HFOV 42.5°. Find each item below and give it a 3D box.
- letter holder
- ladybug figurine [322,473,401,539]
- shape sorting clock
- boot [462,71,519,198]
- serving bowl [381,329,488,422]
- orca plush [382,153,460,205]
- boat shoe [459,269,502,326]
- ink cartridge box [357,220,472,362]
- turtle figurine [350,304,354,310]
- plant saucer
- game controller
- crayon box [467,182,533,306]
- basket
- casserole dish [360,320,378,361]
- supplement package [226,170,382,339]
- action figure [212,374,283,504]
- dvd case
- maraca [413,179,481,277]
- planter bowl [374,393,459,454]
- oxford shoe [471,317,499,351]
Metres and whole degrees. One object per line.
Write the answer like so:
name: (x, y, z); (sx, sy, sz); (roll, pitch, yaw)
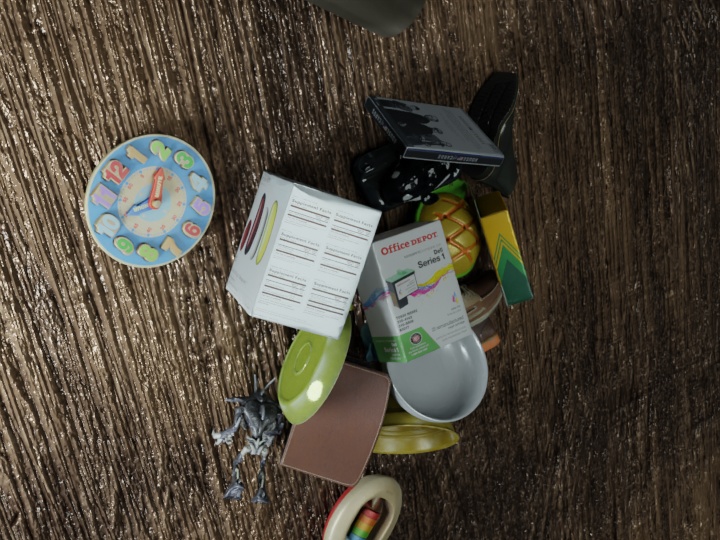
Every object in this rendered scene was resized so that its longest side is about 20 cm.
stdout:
letter holder: (-0.036, 0.242, 1.558); (0.142, 0.101, 0.200); (18, 96, -1)
ladybug figurine: (-0.005, 0.458, 1.698); (0.136, 0.072, 0.200); (39, 82, -35)
shape sorting clock: (-0.303, -0.100, 1.354); (0.200, 0.039, 0.200); (-10, 110, -30)
boot: (0.253, -0.240, 1.664); (0.138, 0.077, 0.200); (27, 83, -53)
serving bowl: (0.118, 0.167, 1.590); (0.200, 0.066, 0.200); (10, 65, -23)
orca plush: (0.132, -0.165, 1.528); (0.200, 0.071, 0.105); (-13, 94, -26)
boat shoe: (0.185, 0.062, 1.688); (0.200, 0.076, 0.072); (-43, 135, -21)
ink cartridge box: (0.079, 0.032, 1.505); (0.145, 0.084, 0.200); (-20, 97, -30)
turtle figurine: (0.000, 0.000, 1.565); (0.161, 0.064, 0.200); (6, 93, -41)
plant saucer: (-0.080, 0.143, 1.459); (0.031, 0.200, 0.200); (26, 90, -20)
game controller: (0.083, -0.174, 1.567); (0.200, 0.042, 0.104); (-25, 99, -24)
crayon box: (0.243, -0.054, 1.612); (0.052, 0.126, 0.200); (-18, 109, 8)
basket: (-0.004, -0.449, 1.386); (0.200, 0.136, 0.180); (26, 94, -39)
casserole dish: (0.066, 0.073, 1.619); (0.200, 0.039, 0.121); (-46, 159, -11)
supplement package: (-0.092, -0.028, 1.406); (0.147, 0.191, 0.200); (17, 94, -21)
action figure: (-0.181, 0.275, 1.516); (0.119, 0.102, 0.200); (15, 70, -27)
dvd case: (0.122, -0.229, 1.524); (0.200, 0.150, 0.025); (2, 130, -33)
maraca: (0.148, -0.085, 1.614); (0.137, 0.107, 0.200); (1, 78, -35)
planter bowl: (0.074, 0.264, 1.656); (0.200, 0.200, 0.084); (17, 60, -35)
oxford shoe: (0.168, 0.137, 1.723); (0.200, 0.071, 0.073); (-24, 101, -32)
